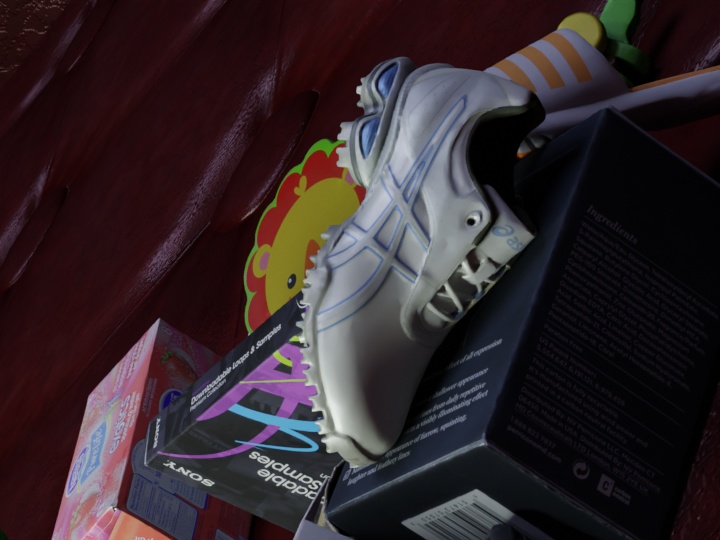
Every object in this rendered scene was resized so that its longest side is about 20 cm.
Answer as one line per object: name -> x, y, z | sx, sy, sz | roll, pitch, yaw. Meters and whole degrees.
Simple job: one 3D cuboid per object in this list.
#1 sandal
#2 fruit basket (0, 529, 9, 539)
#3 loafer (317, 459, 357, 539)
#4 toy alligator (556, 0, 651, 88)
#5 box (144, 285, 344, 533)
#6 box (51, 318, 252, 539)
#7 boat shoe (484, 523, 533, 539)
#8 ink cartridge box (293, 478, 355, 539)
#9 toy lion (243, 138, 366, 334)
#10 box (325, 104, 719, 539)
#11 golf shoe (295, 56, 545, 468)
sandal -> 0.119, -0.096, 1.291 | 0.079, 0.206, 0.059 | 130, 124, -73
fruit basket -> -0.310, 0.311, 1.791 | 0.215, 0.156, 0.216 | -32, 24, 16
loafer -> 0.002, 0.140, 1.360 | 0.200, 0.067, 0.076 | -42, 22, 37
toy alligator -> 0.111, -0.087, 1.475 | 0.200, 0.059, 0.054 | -45, 61, -1
box -> -0.009, 0.080, 1.369 | 0.200, 0.143, 0.036 | -40, 32, 44
box -> -0.134, 0.142, 1.661 | 0.095, 0.102, 0.200 | -46, 21, 30
boat shoe -> 0.033, 0.206, 1.167 | 0.200, 0.067, 0.072 | -55, 19, 15
ink cartridge box -> -0.028, 0.209, 1.237 | 0.200, 0.067, 0.117 | -65, -5, -55
toy lion -> 0.000, 0.000, 1.456 | 0.200, 0.068, 0.192 | -37, 46, 41
box -> 0.090, 0.047, 1.226 | 0.148, 0.107, 0.201 | -31, 31, 54
golf shoe -> 0.032, -0.005, 1.176 | 0.097, 0.078, 0.201 | 3, 76, 30
